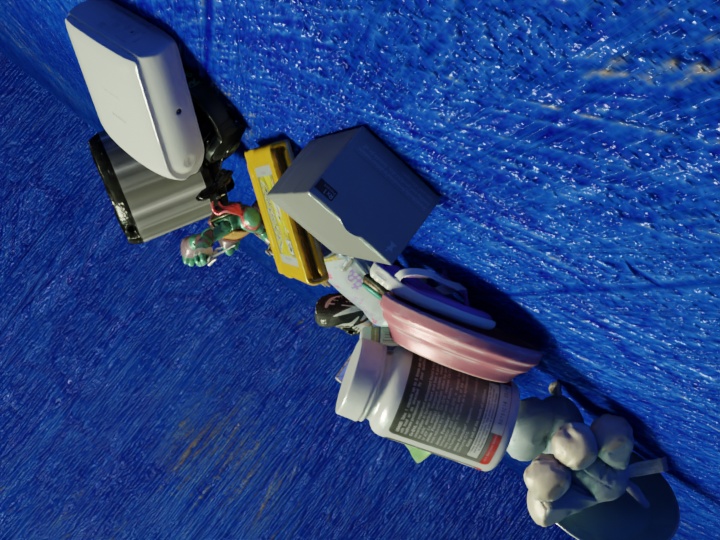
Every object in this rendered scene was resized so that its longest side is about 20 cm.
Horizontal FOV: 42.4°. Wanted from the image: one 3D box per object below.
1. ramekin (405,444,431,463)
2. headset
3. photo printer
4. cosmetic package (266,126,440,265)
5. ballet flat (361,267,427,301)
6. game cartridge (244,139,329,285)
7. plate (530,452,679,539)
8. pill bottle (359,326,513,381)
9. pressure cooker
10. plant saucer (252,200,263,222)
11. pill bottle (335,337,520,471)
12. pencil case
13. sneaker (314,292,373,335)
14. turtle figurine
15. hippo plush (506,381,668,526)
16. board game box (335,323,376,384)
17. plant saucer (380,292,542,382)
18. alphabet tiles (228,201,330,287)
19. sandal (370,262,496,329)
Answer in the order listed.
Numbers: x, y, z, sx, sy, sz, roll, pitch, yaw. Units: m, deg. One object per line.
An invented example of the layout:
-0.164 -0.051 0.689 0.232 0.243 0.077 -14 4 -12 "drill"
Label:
0.120 0.177 1.365 0.098 0.200 0.200 45 174 7 "ramekin"
-0.211 -0.177 1.208 0.123 0.094 0.200 35 160 31 "headset"
-0.269 -0.211 1.129 0.166 0.069 0.201 35 149 32 "photo printer"
-0.013 -0.072 0.914 0.107 0.090 0.200 41 170 -17 "cosmetic package"
0.063 0.036 1.254 0.068 0.069 0.200 36 173 34 "ballet flat"
-0.101 -0.074 1.189 0.200 0.032 0.178 -169 62 -72 "game cartridge"
0.317 0.297 1.217 0.200 0.200 0.026 34 131 30 "plate"
0.097 0.132 1.222 0.198 0.112 0.111 2 170 2 "pill bottle"
-0.280 -0.149 1.368 0.179 0.199 0.176 81 162 -48 "pressure cooker"
-0.075 -0.051 1.419 0.200 0.051 0.201 39 173 5 "plant saucer"
0.079 0.156 1.112 0.199 0.115 0.114 20 174 -4 "pill bottle"
0.000 0.000 1.295 0.090 0.083 0.200 14 158 41 "pencil case"
-0.008 0.072 1.473 0.073 0.081 0.200 11 -168 28 "sneaker"
-0.181 -0.050 1.338 0.149 0.102 0.200 0 175 -31 "turtle figurine"
0.265 0.206 1.170 0.161 0.199 0.160 -122 34 -47 "hippo plush"
0.069 0.157 1.544 0.097 0.160 0.200 35 178 24 "board game box"
0.113 0.082 1.096 0.199 0.051 0.201 20 -176 -2 "plant saucer"
-0.133 -0.041 1.486 0.200 0.006 0.166 34 172 38 "alphabet tiles"
0.081 0.016 1.092 0.082 0.050 0.202 13 -171 -42 "sandal"
